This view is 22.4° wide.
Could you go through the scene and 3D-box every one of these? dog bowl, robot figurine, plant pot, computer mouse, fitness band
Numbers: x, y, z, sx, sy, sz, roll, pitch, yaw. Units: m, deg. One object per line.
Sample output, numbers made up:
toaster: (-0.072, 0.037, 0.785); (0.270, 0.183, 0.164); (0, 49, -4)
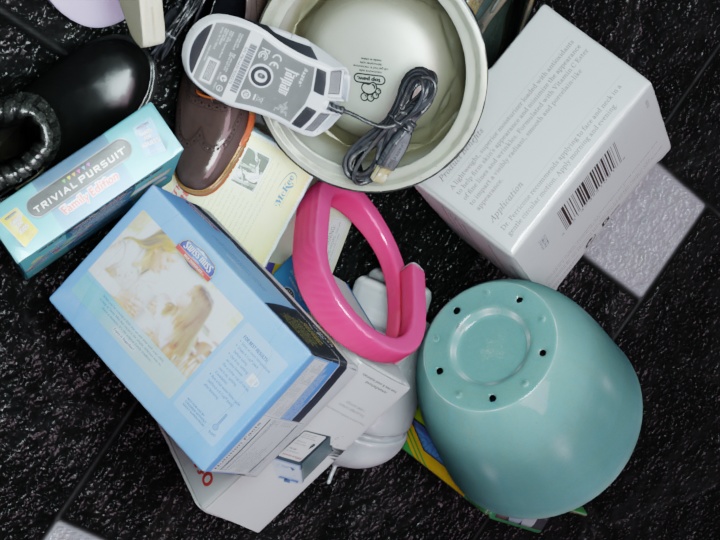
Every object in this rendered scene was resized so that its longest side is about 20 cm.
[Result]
dog bowl: (0.013, -0.170, 1.498); (0.198, 0.074, 0.202); (3, 106, 12)
robot figurine: (0.004, 0.102, 1.721); (0.169, 0.112, 0.202); (-24, 134, -65)
plant pot: (0.140, 0.100, 1.634); (0.201, 0.200, 0.161); (-45, 145, -6)
computer mouse: (-0.046, -0.150, 1.449); (0.199, 0.044, 0.110); (26, 115, -7)
computer mouse: (-0.125, -0.261, 1.465); (0.034, 0.059, 0.201); (30, 76, -15)
fitness band: (0.000, 0.000, 1.586); (0.037, 0.201, 0.144); (-34, 120, 24)

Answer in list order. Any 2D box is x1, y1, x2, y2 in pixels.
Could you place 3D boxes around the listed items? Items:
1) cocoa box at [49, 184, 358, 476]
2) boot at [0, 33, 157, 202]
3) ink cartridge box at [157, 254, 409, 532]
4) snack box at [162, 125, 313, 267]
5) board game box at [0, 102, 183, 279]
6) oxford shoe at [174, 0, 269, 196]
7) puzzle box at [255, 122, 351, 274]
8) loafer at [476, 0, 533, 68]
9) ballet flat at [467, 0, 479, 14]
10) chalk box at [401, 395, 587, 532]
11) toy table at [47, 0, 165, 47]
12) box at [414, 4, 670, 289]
cocoa box: (-0.126, 0.052, 1.473); (0.133, 0.200, 0.131); (-46, 163, 6)
boot: (-0.244, -0.119, 1.404); (0.211, 0.158, 0.080); (-40, 89, -9)
ink cartridge box: (-0.075, 0.109, 1.621); (0.200, 0.147, 0.086); (-45, 138, 15)
snack box: (-0.133, -0.034, 1.583); (0.115, 0.037, 0.201); (27, 98, -15)
board game box: (-0.218, -0.060, 1.436); (0.150, 0.200, 0.047); (-35, 92, -9)
oxford shoe: (-0.123, -0.163, 1.498); (0.072, 0.071, 0.202); (19, 82, -72)
puzzle box: (-0.077, -0.028, 1.658); (0.132, 0.025, 0.202); (11, 107, -37)
loafer: (0.110, -0.191, 1.674); (0.071, 0.063, 0.202); (3, 112, -34)
ballet flat: (0.043, -0.186, 1.637); (0.070, 0.071, 0.201); (30, 97, -40)
chalk box: (0.145, 0.170, 1.780); (0.125, 0.199, 0.125); (-58, 147, 4)
toy table: (-0.188, -0.274, 1.397); (0.183, 0.117, 0.201); (-27, 125, -20)
box: (0.168, -0.102, 1.667); (0.199, 0.130, 0.200); (-50, 160, -1)
